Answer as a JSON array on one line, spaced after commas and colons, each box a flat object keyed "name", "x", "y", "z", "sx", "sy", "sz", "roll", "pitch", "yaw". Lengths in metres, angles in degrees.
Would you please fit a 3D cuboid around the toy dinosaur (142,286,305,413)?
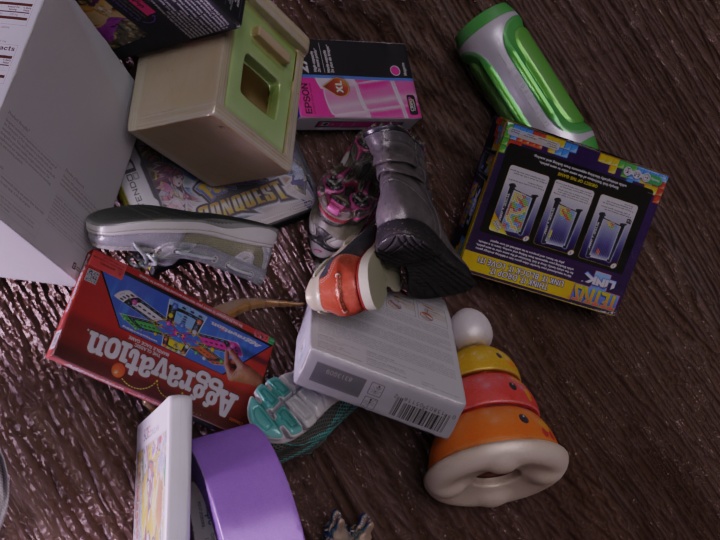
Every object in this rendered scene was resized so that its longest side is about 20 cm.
[{"name": "toy dinosaur", "x": -0.159, "y": 0.058, "z": 0.942, "sx": 0.107, "sy": 0.060, "sz": 0.200, "roll": 52, "pitch": 55, "yaw": -13}]

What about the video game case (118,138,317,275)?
[{"name": "video game case", "x": -0.159, "y": -0.113, "z": 0.998, "sx": 0.198, "sy": 0.025, "sz": 0.183, "roll": -22, "pitch": 82, "yaw": -22}]

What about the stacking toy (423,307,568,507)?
[{"name": "stacking toy", "x": 0.122, "y": 0.127, "z": 0.980, "sx": 0.144, "sy": 0.147, "sz": 0.203, "roll": 2, "pitch": 58, "yaw": -17}]

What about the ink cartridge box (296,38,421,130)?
[{"name": "ink cartridge box", "x": -0.032, "y": -0.203, "z": 1.048, "sx": 0.197, "sy": 0.037, "sz": 0.096, "roll": -5, "pitch": 75, "yaw": -26}]

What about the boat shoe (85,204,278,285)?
[{"name": "boat shoe", "x": -0.164, "y": -0.022, "z": 0.902, "sx": 0.200, "sy": 0.074, "sz": 0.066, "roll": 3, "pitch": 100, "yaw": -47}]

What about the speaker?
[{"name": "speaker", "x": 0.191, "y": -0.204, "z": 1.107, "sx": 0.088, "sy": 0.088, "sz": 0.202, "roll": -29, "pitch": 85, "yaw": -23}]

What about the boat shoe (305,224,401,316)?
[{"name": "boat shoe", "x": 0.000, "y": 0.000, "z": 0.938, "sx": 0.062, "sy": 0.200, "sz": 0.072, "roll": -11, "pitch": 101, "yaw": 15}]

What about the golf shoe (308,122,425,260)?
[{"name": "golf shoe", "x": 0.001, "y": -0.089, "z": 1.020, "sx": 0.072, "sy": 0.093, "sz": 0.200, "roll": 35, "pitch": 45, "yaw": 9}]

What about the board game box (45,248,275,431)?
[{"name": "board game box", "x": -0.176, "y": 0.071, "z": 0.878, "sx": 0.199, "sy": 0.019, "sz": 0.104, "roll": 29, "pitch": 64, "yaw": -28}]

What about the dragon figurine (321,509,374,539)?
[{"name": "dragon figurine", "x": -0.001, "y": 0.330, "z": 0.900, "sx": 0.058, "sy": 0.099, "sz": 0.204, "roll": -1, "pitch": 93, "yaw": -19}]

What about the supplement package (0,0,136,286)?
[{"name": "supplement package", "x": -0.313, "y": -0.119, "z": 0.839, "sx": 0.145, "sy": 0.192, "sz": 0.203, "roll": 7, "pitch": 68, "yaw": 17}]

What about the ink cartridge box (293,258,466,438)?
[{"name": "ink cartridge box", "x": 0.017, "y": 0.067, "z": 0.954, "sx": 0.158, "sy": 0.048, "sz": 0.201, "roll": 21, "pitch": 25, "yaw": -11}]

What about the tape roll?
[{"name": "tape roll", "x": -0.100, "y": 0.238, "z": 0.818, "sx": 0.065, "sy": 0.200, "sz": 0.203, "roll": -12, "pitch": 78, "yaw": -21}]

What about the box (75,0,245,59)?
[{"name": "box", "x": -0.206, "y": -0.274, "z": 0.858, "sx": 0.106, "sy": 0.197, "sz": 0.124, "roll": 40, "pitch": 52, "yaw": -53}]

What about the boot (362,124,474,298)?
[{"name": "boot", "x": 0.062, "y": -0.057, "z": 0.958, "sx": 0.069, "sy": 0.200, "sz": 0.134, "roll": -12, "pitch": 66, "yaw": 13}]

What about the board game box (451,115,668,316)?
[{"name": "board game box", "x": 0.213, "y": -0.058, "z": 1.047, "sx": 0.197, "sy": 0.057, "sz": 0.168, "roll": 16, "pitch": 103, "yaw": -13}]

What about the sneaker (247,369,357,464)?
[{"name": "sneaker", "x": -0.045, "y": 0.131, "z": 0.941, "sx": 0.077, "sy": 0.092, "sz": 0.199, "roll": 41, "pitch": 40, "yaw": 23}]

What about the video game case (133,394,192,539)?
[{"name": "video game case", "x": -0.171, "y": 0.220, "z": 0.810, "sx": 0.023, "sy": 0.182, "sz": 0.203, "roll": 4, "pitch": 73, "yaw": -20}]

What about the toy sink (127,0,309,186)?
[{"name": "toy sink", "x": -0.129, "y": -0.205, "z": 0.931, "sx": 0.130, "sy": 0.111, "sz": 0.203, "roll": 35, "pitch": 55, "yaw": -54}]

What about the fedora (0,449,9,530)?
[{"name": "fedora", "x": -0.395, "y": 0.175, "z": 0.800, "sx": 0.176, "sy": 0.090, "sz": 0.201, "roll": -36, "pitch": 88, "yaw": -23}]
